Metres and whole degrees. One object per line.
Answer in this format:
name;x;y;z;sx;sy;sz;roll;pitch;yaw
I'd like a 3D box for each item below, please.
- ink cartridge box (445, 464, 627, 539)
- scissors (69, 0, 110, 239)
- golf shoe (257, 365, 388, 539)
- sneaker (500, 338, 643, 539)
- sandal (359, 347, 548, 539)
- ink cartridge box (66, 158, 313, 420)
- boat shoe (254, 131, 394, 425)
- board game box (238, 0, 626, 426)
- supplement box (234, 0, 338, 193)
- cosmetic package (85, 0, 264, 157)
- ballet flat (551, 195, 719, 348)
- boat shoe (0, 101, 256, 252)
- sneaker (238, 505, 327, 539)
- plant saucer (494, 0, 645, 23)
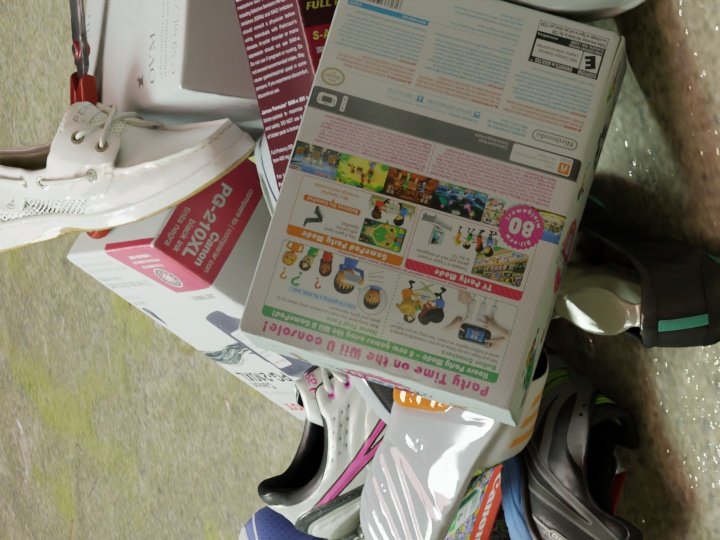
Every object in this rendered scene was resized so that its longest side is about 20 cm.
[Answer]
ink cartridge box;0.080;0.173;1.583;0.200;0.050;0.109;-35;32;65
scissors;-0.164;-0.120;1.623;0.073;0.014;0.201;-140;49;-58
golf shoe;0.011;0.069;1.583;0.201;0.092;0.073;-66;23;10
sneaker;0.113;0.082;1.512;0.071;0.082;0.200;36;-145;-56
sandal;0.056;0.079;1.474;0.079;0.059;0.207;47;132;29
ink cartridge box;-0.060;0.010;1.673;0.200;0.085;0.145;36;163;-21
boat shoe;0.000;0.000;1.540;0.201;0.073;0.067;68;163;-1
board game box;0.038;-0.039;1.377;0.064;0.147;0.201;56;-129;-78
supplement box;-0.002;-0.114;1.474;0.061;0.109;0.201;-15;89;52
cosmetic package;-0.082;-0.183;1.621;0.200;0.122;0.200;164;111;-67
ballet flat;0.122;-0.001;1.427;0.200;0.068;0.068;20;124;62
boat shoe;-0.153;-0.064;1.560;0.199;0.071;0.070;-14;106;33
sneaker;0.005;0.224;1.829;0.200;0.080;0.115;55;147;23
plant saucer;0.070;-0.201;1.325;0.199;0.050;0.201;22;135;24
